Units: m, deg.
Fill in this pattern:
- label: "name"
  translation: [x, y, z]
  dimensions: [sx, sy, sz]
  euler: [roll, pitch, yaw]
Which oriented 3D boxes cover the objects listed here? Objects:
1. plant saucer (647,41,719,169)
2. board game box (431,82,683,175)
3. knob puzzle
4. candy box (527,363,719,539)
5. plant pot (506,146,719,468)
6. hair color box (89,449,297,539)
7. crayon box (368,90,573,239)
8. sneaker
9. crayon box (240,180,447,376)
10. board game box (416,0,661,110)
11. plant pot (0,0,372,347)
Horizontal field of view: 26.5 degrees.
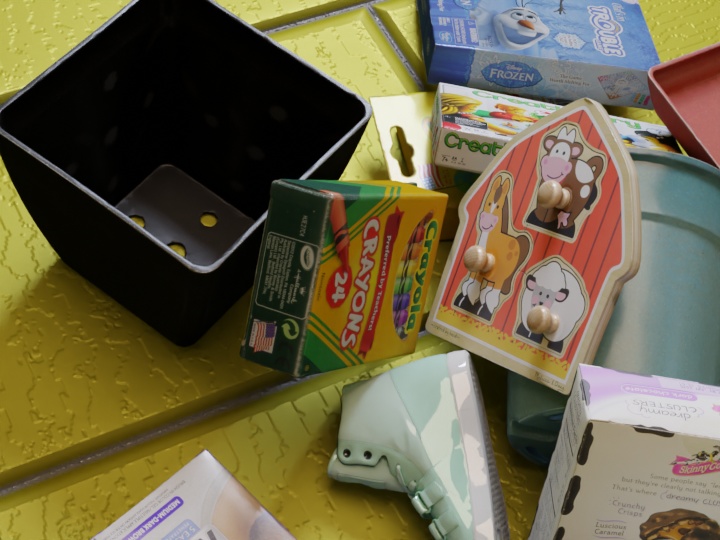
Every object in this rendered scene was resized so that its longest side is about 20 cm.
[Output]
- label: "plant saucer"
  translation: [0.341, -0.100, 1.251]
  dimensions: [0.200, 0.037, 0.200]
  euler: [-23, 72, -40]
- label: "board game box"
  translation: [0.157, -0.100, 1.219]
  dimensions: [0.200, 0.035, 0.126]
  euler: [11, 22, -3]
- label: "knob puzzle"
  translation: [0.124, -0.030, 1.087]
  dimensions: [0.030, 0.220, 0.220]
  euler: [18, 49, -34]
- label: "candy box"
  translation: [0.208, 0.174, 1.034]
  dimensions: [0.168, 0.200, 0.072]
  euler: [10, 28, -4]
- label: "plant pot"
  translation: [0.190, 0.042, 1.141]
  dimensions: [0.200, 0.200, 0.196]
  euler: [11, 63, -3]
- label: "hair color box"
  translation: [-0.079, 0.230, 1.034]
  dimensions: [0.200, 0.065, 0.109]
  euler: [42, 59, 16]
- label: "crayon box"
  translation: [0.111, -0.094, 1.293]
  dimensions: [0.200, 0.051, 0.127]
  euler: [-4, 57, -13]
- label: "sneaker"
  translation: [0.041, 0.166, 1.105]
  dimensions: [0.118, 0.074, 0.201]
  euler: [-13, 72, 11]
- label: "crayon box"
  translation: [0.000, 0.000, 1.097]
  dimensions: [0.051, 0.127, 0.200]
  euler: [17, 12, 28]
- label: "board game box"
  translation: [0.153, -0.220, 1.355]
  dimensions: [0.199, 0.043, 0.200]
  euler: [6, 36, -7]
- label: "plant pot"
  translation: [-0.138, -0.063, 1.153]
  dimensions: [0.200, 0.177, 0.200]
  euler: [35, 57, 13]
